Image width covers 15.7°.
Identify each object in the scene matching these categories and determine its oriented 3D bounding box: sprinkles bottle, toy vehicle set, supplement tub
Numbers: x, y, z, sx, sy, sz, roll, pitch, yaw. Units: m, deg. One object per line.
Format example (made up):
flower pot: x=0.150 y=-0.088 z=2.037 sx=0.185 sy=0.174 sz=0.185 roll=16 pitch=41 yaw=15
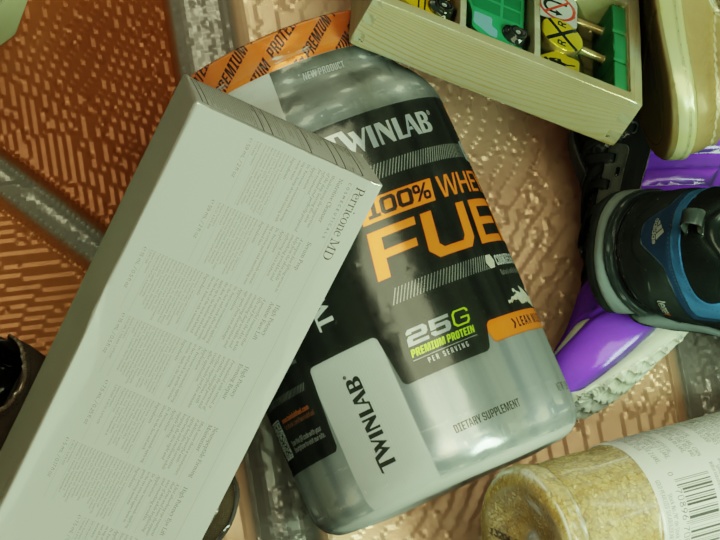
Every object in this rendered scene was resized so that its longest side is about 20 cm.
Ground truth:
sprinkles bottle: x=0.149 y=0.095 z=1.123 sx=0.200 sy=0.068 sz=0.068 roll=-12 pitch=80 yaw=-32
toy vehicle set: x=0.061 y=-0.148 z=1.147 sx=0.124 sy=0.027 sz=0.200 roll=20 pitch=41 yaw=-14
supplement tub: x=0.000 y=0.000 z=1.102 sx=0.122 sy=0.123 sz=0.200 roll=-22 pitch=84 yaw=-18

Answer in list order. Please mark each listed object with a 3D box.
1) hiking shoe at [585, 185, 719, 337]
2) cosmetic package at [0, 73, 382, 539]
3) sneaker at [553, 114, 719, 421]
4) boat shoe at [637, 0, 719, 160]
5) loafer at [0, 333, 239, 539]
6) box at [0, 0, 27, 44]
hiking shoe: x=0.194 y=0.008 z=1.103 sx=0.199 sy=0.087 sz=0.075 roll=7 pitch=83 yaw=-29
cosmetic package: x=-0.074 y=0.032 z=1.023 sx=0.082 sy=0.051 sz=0.200 roll=24 pitch=102 yaw=-16
sneaker: x=0.124 y=-0.024 z=1.174 sx=0.099 sy=0.070 sz=0.200 roll=40 pitch=66 yaw=3
boat shoe: x=0.154 y=-0.127 z=1.163 sx=0.063 sy=0.073 sz=0.201 roll=4 pitch=42 yaw=1
loafer: x=-0.142 y=0.067 z=1.075 sx=0.200 sy=0.071 sz=0.073 roll=23 pitch=73 yaw=-9
box: x=-0.220 y=-0.110 z=1.029 sx=0.176 sy=0.200 sz=0.097 roll=-39 pitch=90 yaw=-19
